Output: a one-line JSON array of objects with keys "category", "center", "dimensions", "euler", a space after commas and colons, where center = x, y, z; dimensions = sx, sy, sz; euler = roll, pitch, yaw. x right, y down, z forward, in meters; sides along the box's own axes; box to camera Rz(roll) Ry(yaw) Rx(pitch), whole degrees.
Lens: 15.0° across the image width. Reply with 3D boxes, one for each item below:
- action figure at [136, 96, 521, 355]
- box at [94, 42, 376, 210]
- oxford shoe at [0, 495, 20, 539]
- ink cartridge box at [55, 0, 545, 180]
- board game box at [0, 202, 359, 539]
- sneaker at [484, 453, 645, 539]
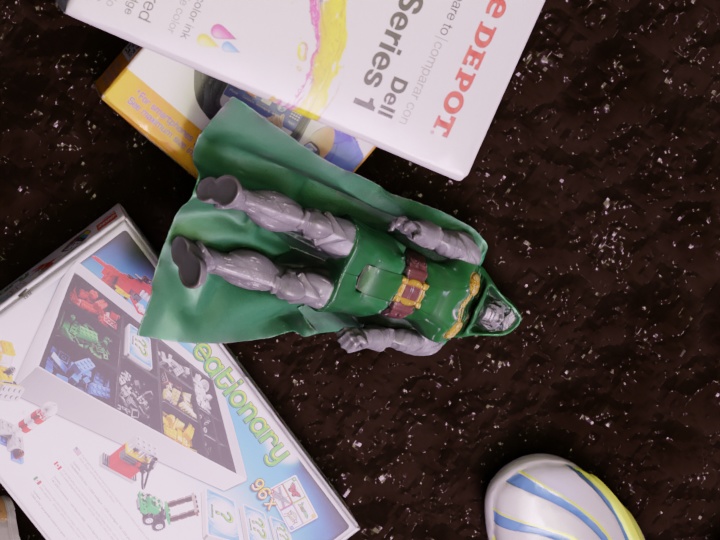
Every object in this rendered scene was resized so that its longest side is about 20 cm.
[{"category": "action figure", "center": [0.000, 0.000, 1.298], "dimensions": [0.200, 0.055, 0.118], "euler": [15, 106, -39]}, {"category": "box", "center": [-0.017, -0.123, 1.298], "dimensions": [0.119, 0.041, 0.200], "euler": [39, 95, -17]}, {"category": "oxford shoe", "center": [-0.145, 0.191, 1.333], "dimensions": [0.058, 0.075, 0.200], "euler": [-36, 107, -16]}, {"category": "ink cartridge box", "center": [-0.018, -0.147, 1.228], "dimensions": [0.199, 0.084, 0.145], "euler": [22, 98, -16]}, {"category": "board game box", "center": [-0.108, 0.084, 1.331], "dimensions": [0.126, 0.035, 0.200], "euler": [-36, 107, -1]}, {"category": "sneaker", "center": [0.134, 0.184, 1.366], "dimensions": [0.076, 0.105, 0.200], "euler": [-34, 108, -2]}]
